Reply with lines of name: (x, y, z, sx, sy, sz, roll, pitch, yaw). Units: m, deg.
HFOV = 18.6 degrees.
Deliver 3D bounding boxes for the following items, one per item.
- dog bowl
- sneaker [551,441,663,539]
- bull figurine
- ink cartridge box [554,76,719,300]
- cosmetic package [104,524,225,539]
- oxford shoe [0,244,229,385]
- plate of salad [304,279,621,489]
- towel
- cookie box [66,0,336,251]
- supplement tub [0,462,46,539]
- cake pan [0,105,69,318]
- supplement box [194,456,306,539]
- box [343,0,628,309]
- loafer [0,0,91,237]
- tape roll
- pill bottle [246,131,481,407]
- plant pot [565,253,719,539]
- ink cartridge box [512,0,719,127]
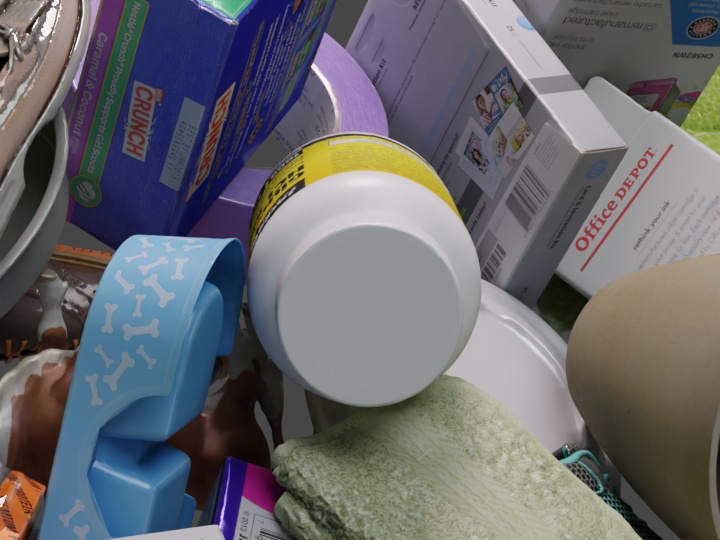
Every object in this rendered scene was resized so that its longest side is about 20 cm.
dog bowl: (-0.103, 0.077, 1.009, 0.049, 0.201, 0.111, 14, 10, 8)
sneaker: (0.119, 0.134, 1.136, 0.199, 0.077, 0.092, 24, 55, -32)
bull figurine: (-0.125, 0.070, 1.092, 0.199, 0.122, 0.065, 9, 12, -31)
ink cartridge box: (0.193, -0.015, 1.330, 0.200, 0.117, 0.067, 38, 6, 12)
cosmetic package: (-0.160, 0.179, 0.913, 0.199, 0.151, 0.052, -5, 48, -31)
oxford shoe: (-0.164, 0.026, 1.154, 0.199, 0.071, 0.073, 22, 58, 2)
plate of salad: (0.054, 0.085, 1.205, 0.199, 0.048, 0.201, 18, 47, -21)
towel: (0.064, 0.132, 1.018, 0.200, 0.037, 0.148, 44, 42, 21)
cookie box: (-0.076, -0.126, 1.171, 0.075, 0.172, 0.200, 27, 39, 6)
supplement tub: (-0.248, 0.100, 0.972, 0.199, 0.123, 0.123, 24, 40, -4)
cake pan: (-0.231, -0.025, 1.102, 0.199, 0.037, 0.201, -13, 48, 15)
supplement box: (0.009, 0.183, 1.039, 0.199, 0.104, 0.101, 19, 39, -8)
box: (0.060, -0.083, 1.311, 0.041, 0.156, 0.200, -9, 51, -38)
loafer: (-0.185, -0.084, 1.054, 0.063, 0.072, 0.201, 44, 46, -36)
tape roll: (-0.086, -0.085, 1.304, 0.199, 0.066, 0.201, 15, 42, -13)
pill bottle: (0.000, 0.000, 1.074, 0.112, 0.113, 0.200, 21, 10, -7)
plant pot: (0.198, 0.066, 1.141, 0.186, 0.189, 0.200, 1, 9, -28)
ink cartridge box: (0.137, -0.130, 1.370, 0.144, 0.200, 0.085, 0, 49, -28)
